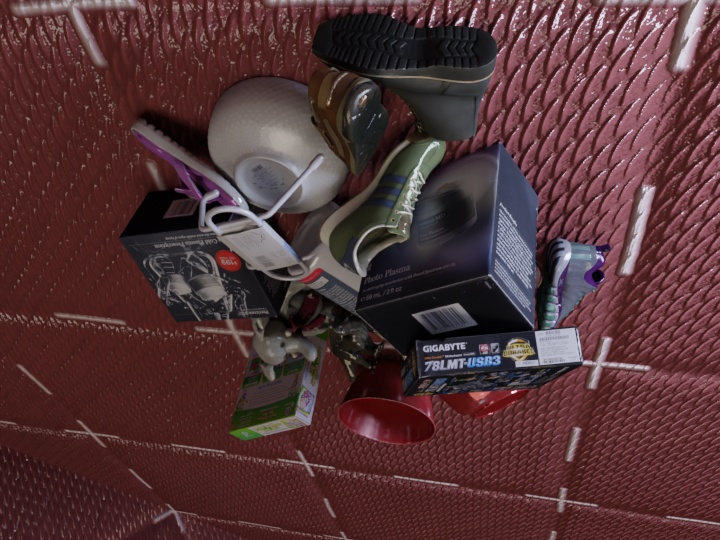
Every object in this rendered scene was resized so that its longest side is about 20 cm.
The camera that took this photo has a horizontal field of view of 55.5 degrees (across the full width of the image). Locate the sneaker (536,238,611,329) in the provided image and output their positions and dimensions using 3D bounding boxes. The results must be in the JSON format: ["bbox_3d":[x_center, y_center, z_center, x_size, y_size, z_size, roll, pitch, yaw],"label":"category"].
[{"bbox_3d":[0.308,0.035,1.000,0.084,0.076,0.202,1,144,6],"label":"sneaker"}]

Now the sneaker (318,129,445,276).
[{"bbox_3d":[0.043,-0.075,0.835,0.199,0.091,0.067,-43,146,8],"label":"sneaker"}]

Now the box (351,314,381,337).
[{"bbox_3d":[0.069,0.083,1.142,0.198,0.077,0.050,34,140,-25],"label":"box"}]

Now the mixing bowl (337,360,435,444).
[{"bbox_3d":[0.057,0.248,1.343,0.193,0.111,0.203,8,145,6],"label":"mixing bowl"}]

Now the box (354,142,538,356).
[{"bbox_3d":[0.112,-0.023,0.869,0.196,0.203,0.123,-17,136,35],"label":"box"}]

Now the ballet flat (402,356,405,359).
[{"bbox_3d":[0.121,0.167,1.252,0.199,0.069,0.061,38,148,-30],"label":"ballet flat"}]

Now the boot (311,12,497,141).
[{"bbox_3d":[0.046,-0.201,0.764,0.194,0.079,0.139,13,154,9],"label":"boot"}]

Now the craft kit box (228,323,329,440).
[{"bbox_3d":[-0.149,0.198,1.264,0.197,0.202,0.048,-22,133,41],"label":"craft kit box"}]

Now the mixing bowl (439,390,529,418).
[{"bbox_3d":[0.194,0.155,1.053,0.195,0.111,0.201,-22,157,-9],"label":"mixing bowl"}]

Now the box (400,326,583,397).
[{"bbox_3d":[0.154,0.121,0.863,0.191,0.051,0.201,-3,162,-2],"label":"box"}]

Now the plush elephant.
[{"bbox_3d":[-0.116,0.091,1.140,0.193,0.158,0.167,4,145,12],"label":"plush elephant"}]

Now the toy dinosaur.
[{"bbox_3d":[-0.013,0.112,1.100,0.100,0.078,0.201,23,154,8],"label":"toy dinosaur"}]

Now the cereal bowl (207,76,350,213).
[{"bbox_3d":[-0.108,-0.142,0.882,0.193,0.085,0.202,9,146,6],"label":"cereal bowl"}]

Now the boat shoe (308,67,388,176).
[{"bbox_3d":[-0.016,-0.171,0.763,0.073,0.077,0.200,31,172,9],"label":"boat shoe"}]

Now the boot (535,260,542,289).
[{"bbox_3d":[0.158,0.031,0.965,0.195,0.166,0.074,-21,93,24],"label":"boot"}]

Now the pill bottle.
[{"bbox_3d":[0.000,0.000,1.009,0.198,0.122,0.118,33,141,-26],"label":"pill bottle"}]

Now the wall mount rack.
[{"bbox_3d":[-0.098,-0.062,0.848,0.169,0.077,0.200,-11,153,19],"label":"wall mount rack"}]

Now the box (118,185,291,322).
[{"bbox_3d":[-0.226,-0.024,1.042,0.194,0.106,0.185,-4,133,23],"label":"box"}]

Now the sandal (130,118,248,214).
[{"bbox_3d":[-0.233,-0.125,0.916,0.200,0.050,0.083,37,170,11],"label":"sandal"}]
